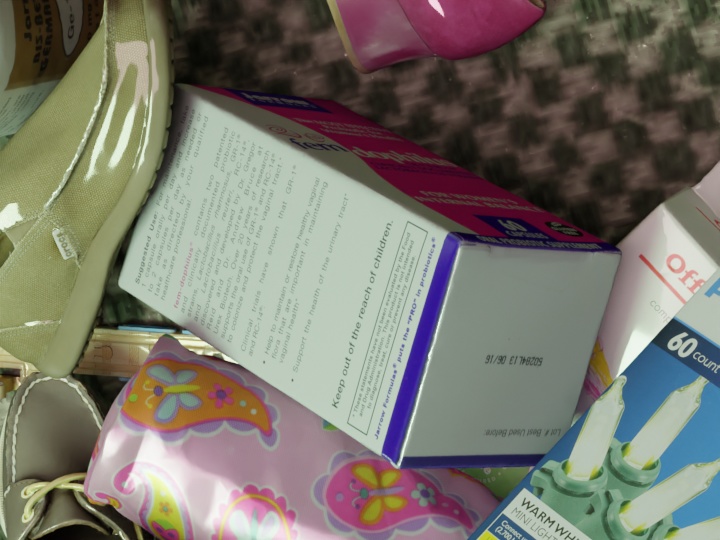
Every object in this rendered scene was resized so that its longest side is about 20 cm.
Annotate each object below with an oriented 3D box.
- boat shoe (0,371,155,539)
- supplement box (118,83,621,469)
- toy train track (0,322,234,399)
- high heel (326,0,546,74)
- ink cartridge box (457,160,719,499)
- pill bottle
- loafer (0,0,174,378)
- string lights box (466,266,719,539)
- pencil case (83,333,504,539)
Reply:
[{"bbox_3d":[-0.127,0.128,1.249,0.072,0.060,0.200,-9,61,-4],"label":"boat shoe"},{"bbox_3d":[0.000,0.000,1.196,0.200,0.101,0.104,28,108,43],"label":"supplement box"},{"bbox_3d":[-0.117,0.041,1.321,0.199,0.033,0.115,3,100,17],"label":"toy train track"},{"bbox_3d":[0.010,-0.186,1.219,0.096,0.067,0.200,-14,99,30],"label":"high heel"},{"bbox_3d":[0.138,0.046,1.217,0.117,0.067,0.200,46,110,7],"label":"ink cartridge box"},{"bbox_3d":[-0.197,-0.109,1.235,0.114,0.200,0.115,3,100,18],"label":"pill bottle"},{"bbox_3d":[-0.132,-0.041,1.230,0.067,0.076,0.200,13,116,-14],"label":"loafer"},{"bbox_3d":[0.122,0.104,1.099,0.200,0.059,0.103,-47,49,-9],"label":"string lights box"},{"bbox_3d":[-0.017,0.102,1.189,0.200,0.087,0.088,24,106,3],"label":"pencil case"}]
